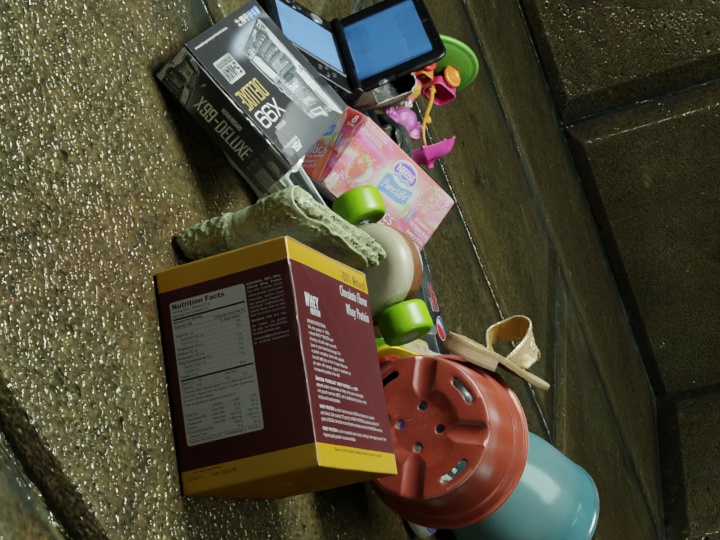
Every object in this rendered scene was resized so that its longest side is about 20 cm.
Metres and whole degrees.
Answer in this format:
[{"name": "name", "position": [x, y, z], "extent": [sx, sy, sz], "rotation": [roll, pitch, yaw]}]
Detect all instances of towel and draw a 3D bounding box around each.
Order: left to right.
[{"name": "towel", "position": [-0.075, -0.023, 1.266], "extent": [0.200, 0.147, 0.037], "rotation": [30, 46, -61]}]

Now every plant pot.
[{"name": "plant pot", "position": [0.078, 0.179, 1.424], "extent": [0.195, 0.198, 0.203], "rotation": [45, 34, -73]}, {"name": "plant pot", "position": [0.188, 0.297, 1.752], "extent": [0.188, 0.199, 0.201], "rotation": [43, 33, -31]}]

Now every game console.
[{"name": "game console", "position": [-0.015, -0.292, 1.525], "extent": [0.175, 0.117, 0.201], "rotation": [28, 24, -25]}]

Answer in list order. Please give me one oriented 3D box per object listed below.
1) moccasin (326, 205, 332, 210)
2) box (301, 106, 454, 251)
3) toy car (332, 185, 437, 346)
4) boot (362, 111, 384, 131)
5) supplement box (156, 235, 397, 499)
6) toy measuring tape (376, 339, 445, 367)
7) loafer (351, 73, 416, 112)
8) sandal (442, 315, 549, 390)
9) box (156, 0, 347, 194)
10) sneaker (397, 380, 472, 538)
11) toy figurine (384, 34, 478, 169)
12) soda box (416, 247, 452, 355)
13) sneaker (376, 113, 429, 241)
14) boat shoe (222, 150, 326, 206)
[{"name": "moccasin", "position": [0.000, 0.000, 1.585], "extent": [0.081, 0.067, 0.201], "rotation": [-81, 151, -50]}, {"name": "box", "position": [0.008, -0.108, 1.538], "extent": [0.102, 0.095, 0.200], "rotation": [34, -4, 45]}, {"name": "toy car", "position": [0.026, 0.020, 1.435], "extent": [0.199, 0.157, 0.166], "rotation": [10, 54, -60]}, {"name": "boot", "position": [-0.024, -0.184, 1.658], "extent": [0.166, 0.065, 0.201], "rotation": [-73, 143, -51]}, {"name": "supplement box", "position": [-0.073, 0.097, 1.197], "extent": [0.197, 0.131, 0.203], "rotation": [26, 53, -66]}, {"name": "toy measuring tape", "position": [0.062, 0.121, 1.591], "extent": [0.198, 0.074, 0.074], "rotation": [21, 47, -24]}, {"name": "loafer", "position": [-0.013, -0.227, 1.590], "extent": [0.198, 0.071, 0.074], "rotation": [-18, 94, -34]}, {"name": "sandal", "position": [0.176, 0.085, 1.515], "extent": [0.211, 0.077, 0.070], "rotation": [22, 94, -52]}, {"name": "box", "position": [-0.106, -0.183, 1.338], "extent": [0.158, 0.050, 0.200], "rotation": [48, 28, -7]}, {"name": "sneaker", "position": [0.116, 0.223, 1.634], "extent": [0.080, 0.145, 0.203], "rotation": [26, 52, -66]}, {"name": "toy figurine", "position": [0.083, -0.251, 1.963], "extent": [0.199, 0.149, 0.186], "rotation": [29, 55, -36]}, {"name": "soda box", "position": [0.066, 0.051, 1.736], "extent": [0.063, 0.070, 0.203], "rotation": [-21, 96, -72]}, {"name": "sneaker", "position": [0.042, -0.129, 1.804], "extent": [0.114, 0.075, 0.202], "rotation": [31, 44, -62]}, {"name": "boat shoe", "position": [-0.091, -0.119, 1.407], "extent": [0.074, 0.066, 0.201], "rotation": [-84, 151, -48]}]
